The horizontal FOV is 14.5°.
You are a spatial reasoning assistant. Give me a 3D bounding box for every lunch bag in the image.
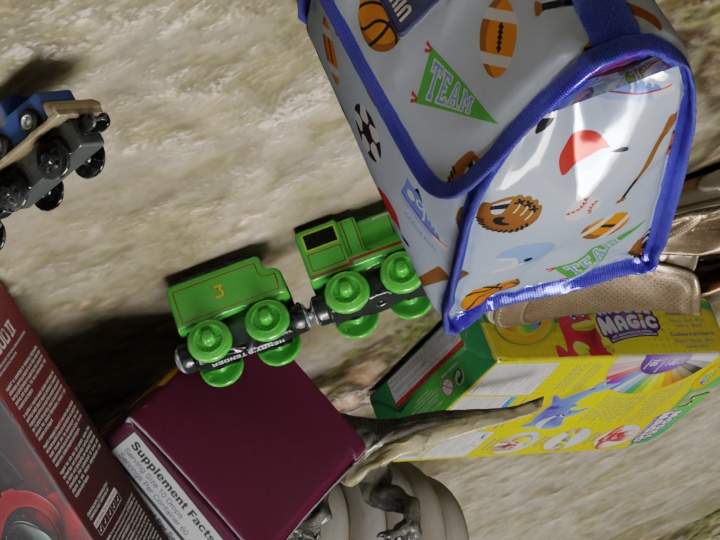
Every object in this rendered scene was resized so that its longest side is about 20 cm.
[{"bbox_3d":[0.049,-0.096,1.089,0.124,0.170,0.200,-20,158,-14],"label":"lunch bag"}]

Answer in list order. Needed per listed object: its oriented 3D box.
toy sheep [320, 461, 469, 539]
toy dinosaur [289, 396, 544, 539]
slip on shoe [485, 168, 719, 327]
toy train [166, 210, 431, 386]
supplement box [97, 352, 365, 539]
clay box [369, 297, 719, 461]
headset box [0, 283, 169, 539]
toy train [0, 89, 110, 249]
[{"bbox_3d":[-0.015,0.163,1.632,0.200,0.138,0.138,9,143,-38],"label":"toy sheep"},{"bbox_3d":[-0.002,0.110,1.526,0.199,0.088,0.047,-7,143,21],"label":"toy dinosaur"},{"bbox_3d":[0.162,-0.005,1.499,0.200,0.061,0.076,-19,156,-4],"label":"slip on shoe"},{"bbox_3d":[0.000,0.000,1.386,0.200,0.056,0.042,-20,151,-1],"label":"toy train"},{"bbox_3d":[-0.114,0.132,1.454,0.200,0.103,0.131,-39,-177,35],"label":"supplement box"},{"bbox_3d":[0.118,0.059,1.613,0.200,0.048,0.115,-1,149,-37],"label":"clay box"},{"bbox_3d":[-0.195,0.113,1.331,0.148,0.200,0.075,-27,-166,17],"label":"headset box"},{"bbox_3d":[-0.178,-0.023,1.212,0.200,0.046,0.034,-34,165,33],"label":"toy train"}]
